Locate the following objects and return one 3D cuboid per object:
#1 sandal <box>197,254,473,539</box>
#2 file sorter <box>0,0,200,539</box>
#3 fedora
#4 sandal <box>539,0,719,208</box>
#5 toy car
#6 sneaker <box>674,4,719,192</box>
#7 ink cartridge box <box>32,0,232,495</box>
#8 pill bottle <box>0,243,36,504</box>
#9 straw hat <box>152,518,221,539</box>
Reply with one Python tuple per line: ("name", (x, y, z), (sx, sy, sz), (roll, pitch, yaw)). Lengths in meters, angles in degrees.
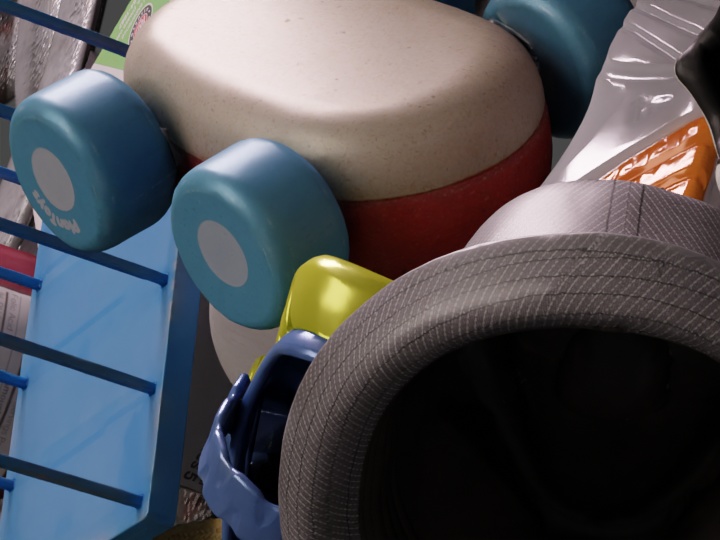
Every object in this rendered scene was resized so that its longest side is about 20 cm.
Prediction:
("sandal", (-0.019, 0.068, 0.949), (0.087, 0.079, 0.200), (-59, -11, -21))
("file sorter", (-0.146, 0.011, 1.154), (0.139, 0.122, 0.201), (-33, 44, 50))
("fedora", (0.069, 0.052, 0.836), (0.091, 0.176, 0.201), (-74, -18, -50))
("sandal", (0.104, -0.023, 0.963), (0.079, 0.059, 0.207), (-9, 40, 43))
("toy car", (0.000, 0.000, 1.077), (0.176, 0.184, 0.201), (23, 134, 42))
("sneaker", (0.142, -0.007, 0.839), (0.074, 0.080, 0.200), (-54, 30, 24))
("ink cartridge box", (-0.069, -0.024, 1.265), (0.146, 0.084, 0.200), (-56, 28, 27))
("pill bottle", (-0.189, 0.038, 1.318), (0.114, 0.199, 0.115), (-45, 34, 43))
("straw hat", (-0.067, 0.199, 1.090), (0.201, 0.085, 0.202), (-35, 37, 31))
